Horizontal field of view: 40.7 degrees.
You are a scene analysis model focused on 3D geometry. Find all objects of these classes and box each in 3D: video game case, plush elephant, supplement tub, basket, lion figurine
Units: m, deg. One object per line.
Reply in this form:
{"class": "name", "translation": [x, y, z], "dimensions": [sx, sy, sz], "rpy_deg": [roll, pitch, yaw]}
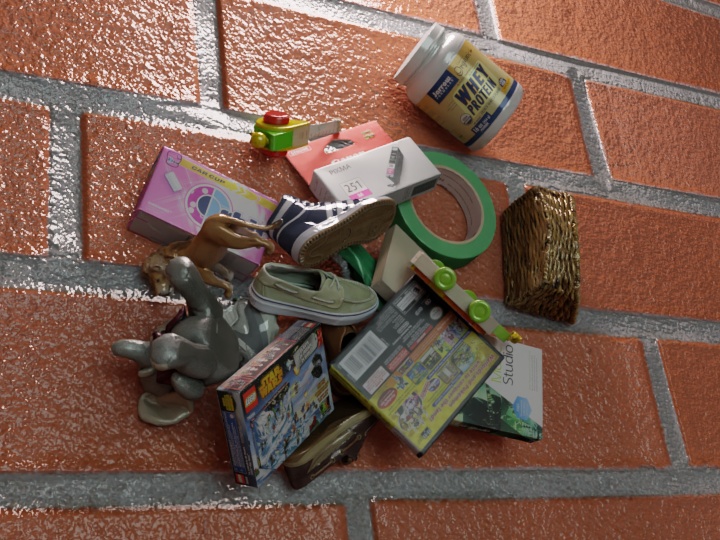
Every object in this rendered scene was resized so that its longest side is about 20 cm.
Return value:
{"class": "video game case", "translation": [0.080, 0.132, 1.385], "dimensions": [0.181, 0.026, 0.200], "rpy_deg": [42, 64, 6]}
{"class": "plush elephant", "translation": [-0.240, 0.106, 1.247], "dimensions": [0.200, 0.154, 0.166], "rpy_deg": [45, 33, -46]}
{"class": "supplement tub", "translation": [0.171, -0.325, 1.712], "dimensions": [0.199, 0.144, 0.145], "rpy_deg": [37, 53, -8]}
{"class": "basket", "translation": [0.339, -0.031, 1.660], "dimensions": [0.148, 0.143, 0.202], "rpy_deg": [15, 59, -22]}
{"class": "lion figurine", "translation": [-0.204, -0.030, 1.317], "dimensions": [0.122, 0.200, 0.073], "rpy_deg": [30, 33, -23]}

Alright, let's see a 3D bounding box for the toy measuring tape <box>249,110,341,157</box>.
{"class": "toy measuring tape", "translation": [-0.112, -0.225, 1.553], "dimensions": [0.199, 0.073, 0.074], "rpy_deg": [-26, 80, -50]}

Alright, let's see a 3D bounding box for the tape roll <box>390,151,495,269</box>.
{"class": "tape roll", "translation": [0.134, -0.102, 1.637], "dimensions": [0.199, 0.048, 0.202], "rpy_deg": [13, 60, -24]}

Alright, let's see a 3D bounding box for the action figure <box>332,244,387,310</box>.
{"class": "action figure", "translation": [0.000, 0.000, 1.484], "dimensions": [0.200, 0.055, 0.118], "rpy_deg": [49, 23, -9]}

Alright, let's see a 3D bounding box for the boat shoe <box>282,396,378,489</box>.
{"class": "boat shoe", "translation": [-0.031, 0.238, 1.362], "dimensions": [0.199, 0.072, 0.073], "rpy_deg": [-30, 113, -43]}

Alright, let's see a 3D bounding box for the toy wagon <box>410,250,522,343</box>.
{"class": "toy wagon", "translation": [0.156, 0.047, 1.440], "dimensions": [0.200, 0.155, 0.040], "rpy_deg": [43, 93, -4]}

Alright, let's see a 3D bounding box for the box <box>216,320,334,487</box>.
{"class": "box", "translation": [-0.107, 0.170, 1.275], "dimensions": [0.200, 0.039, 0.138], "rpy_deg": [-39, 127, -53]}

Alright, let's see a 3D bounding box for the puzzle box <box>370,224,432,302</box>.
{"class": "puzzle box", "translation": [0.101, 0.038, 1.511], "dimensions": [0.200, 0.025, 0.134], "rpy_deg": [44, 37, -22]}

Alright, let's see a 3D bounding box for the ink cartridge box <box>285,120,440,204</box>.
{"class": "ink cartridge box", "translation": [0.002, -0.172, 1.558], "dimensions": [0.199, 0.044, 0.174], "rpy_deg": [-23, 63, -31]}

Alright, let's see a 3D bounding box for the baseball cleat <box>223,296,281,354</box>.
{"class": "baseball cleat", "translation": [-0.167, 0.131, 1.339], "dimensions": [0.105, 0.070, 0.202], "rpy_deg": [11, 55, -10]}

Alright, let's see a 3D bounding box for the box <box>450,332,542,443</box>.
{"class": "box", "translation": [0.186, 0.169, 1.457], "dimensions": [0.198, 0.036, 0.146], "rpy_deg": [15, 64, -24]}

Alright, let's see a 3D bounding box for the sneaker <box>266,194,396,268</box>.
{"class": "sneaker", "translation": [-0.046, -0.078, 1.421], "dimensions": [0.199, 0.071, 0.108], "rpy_deg": [-27, 44, -36]}

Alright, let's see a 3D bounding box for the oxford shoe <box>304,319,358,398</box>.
{"class": "oxford shoe", "translation": [-0.033, 0.081, 1.431], "dimensions": [0.071, 0.071, 0.202], "rpy_deg": [-10, 70, -32]}

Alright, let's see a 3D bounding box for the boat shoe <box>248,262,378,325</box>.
{"class": "boat shoe", "translation": [-0.059, 0.032, 1.376], "dimensions": [0.198, 0.062, 0.072], "rpy_deg": [4, 46, -27]}

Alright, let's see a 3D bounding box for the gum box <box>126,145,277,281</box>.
{"class": "gum box", "translation": [-0.220, -0.078, 1.404], "dimensions": [0.199, 0.066, 0.114], "rpy_deg": [26, 57, -17]}
